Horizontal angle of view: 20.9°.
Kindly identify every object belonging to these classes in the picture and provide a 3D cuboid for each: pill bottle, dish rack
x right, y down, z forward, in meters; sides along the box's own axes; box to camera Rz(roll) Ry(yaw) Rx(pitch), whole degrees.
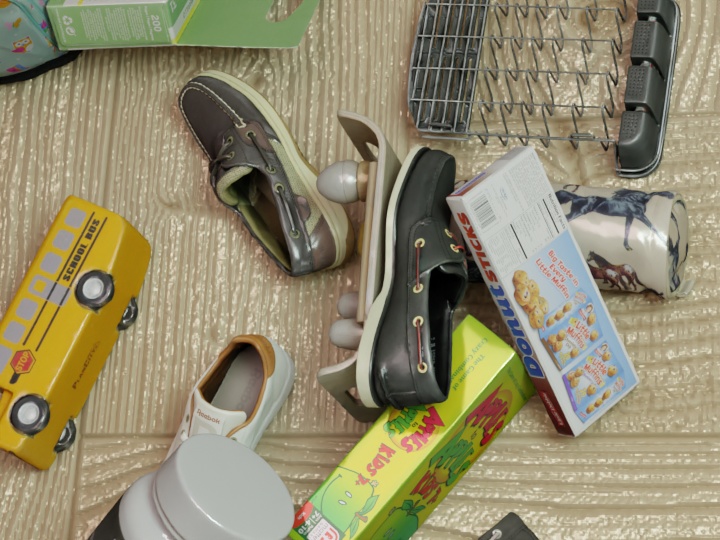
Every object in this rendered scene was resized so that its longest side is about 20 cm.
[{"bbox_3d":[-0.139,0.213,1.366,0.114,0.114,0.200,52,120,23],"label":"pill bottle"},{"bbox_3d":[0.138,-0.157,1.502,0.199,0.055,0.154,5,71,17],"label":"dish rack"}]

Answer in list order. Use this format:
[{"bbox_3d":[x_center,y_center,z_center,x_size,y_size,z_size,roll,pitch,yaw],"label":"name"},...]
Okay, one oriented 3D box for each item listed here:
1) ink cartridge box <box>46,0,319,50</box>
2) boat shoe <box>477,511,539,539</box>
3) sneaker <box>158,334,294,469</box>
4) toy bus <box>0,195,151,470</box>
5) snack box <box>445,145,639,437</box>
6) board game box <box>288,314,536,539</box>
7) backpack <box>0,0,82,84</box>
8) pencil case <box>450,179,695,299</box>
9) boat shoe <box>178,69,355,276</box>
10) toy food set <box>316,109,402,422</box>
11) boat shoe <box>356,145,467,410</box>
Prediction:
[{"bbox_3d":[-0.132,-0.231,1.560,0.199,0.048,0.146,0,38,16],"label":"ink cartridge box"},{"bbox_3d":[0.041,0.239,1.380,0.199,0.067,0.057,-28,77,-3],"label":"boat shoe"},{"bbox_3d":[-0.118,0.136,1.447,0.073,0.085,0.201,19,80,18],"label":"sneaker"},{"bbox_3d":[-0.234,0.049,1.515,0.078,0.065,0.201,22,78,20],"label":"toy bus"},{"bbox_3d":[0.131,0.016,1.377,0.072,0.200,0.024,-37,22,-26],"label":"snack box"},{"bbox_3d":[0.038,0.134,1.399,0.048,0.102,0.200,39,84,23],"label":"board game box"},{"bbox_3d":[-0.306,-0.227,1.555,0.166,0.200,0.127,-15,68,8],"label":"backpack"},{"bbox_3d":[0.145,-0.021,1.440,0.199,0.090,0.078,3,44,15],"label":"pencil case"},{"bbox_3d":[-0.084,-0.077,1.509,0.065,0.073,0.200,-23,60,-38],"label":"boat shoe"},{"bbox_3d":[0.000,0.000,1.432,0.060,0.144,0.201,1,72,14],"label":"toy food set"},{"bbox_3d":[0.047,0.003,1.361,0.063,0.074,0.202,-1,60,22],"label":"boat shoe"}]
